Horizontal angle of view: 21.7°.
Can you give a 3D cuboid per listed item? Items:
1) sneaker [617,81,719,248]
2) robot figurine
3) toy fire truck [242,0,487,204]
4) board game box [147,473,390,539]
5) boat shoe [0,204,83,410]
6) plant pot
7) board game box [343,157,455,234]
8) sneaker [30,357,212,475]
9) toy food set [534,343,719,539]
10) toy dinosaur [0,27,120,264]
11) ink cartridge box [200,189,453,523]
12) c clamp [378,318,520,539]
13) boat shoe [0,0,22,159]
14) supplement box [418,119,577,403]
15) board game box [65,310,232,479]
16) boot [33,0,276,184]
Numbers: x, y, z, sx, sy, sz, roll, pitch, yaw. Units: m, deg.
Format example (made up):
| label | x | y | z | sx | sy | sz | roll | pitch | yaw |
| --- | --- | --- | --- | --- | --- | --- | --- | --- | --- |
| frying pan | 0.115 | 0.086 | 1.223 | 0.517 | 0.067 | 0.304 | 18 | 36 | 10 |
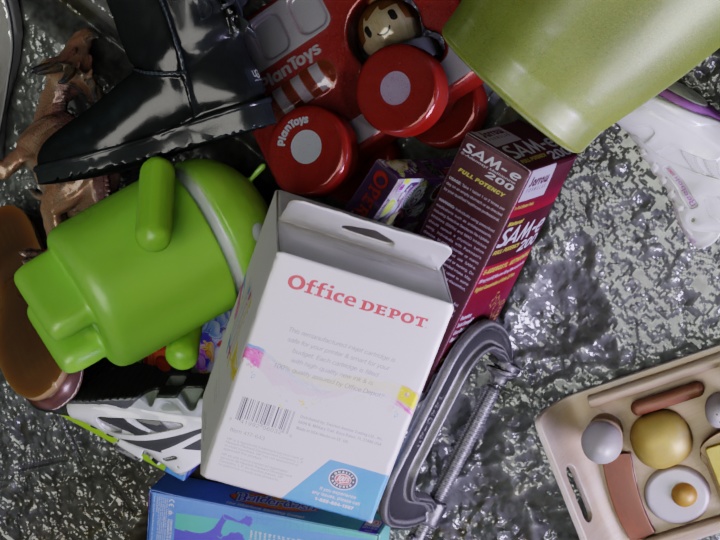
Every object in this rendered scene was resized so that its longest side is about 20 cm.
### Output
| label | x | y | z | sx | sy | sz | roll | pitch | yaw |
| --- | --- | --- | --- | --- | --- | --- | --- | --- | --- |
| sneaker | 0.239 | -0.074 | 1.366 | 0.199 | 0.075 | 0.100 | 31 | 109 | 5 |
| robot figurine | -0.150 | -0.007 | 1.381 | 0.199 | 0.176 | 0.116 | -29 | 54 | -16 |
| toy fire truck | -0.006 | -0.151 | 1.404 | 0.199 | 0.112 | 0.169 | -33 | 76 | 19 |
| board game box | -0.080 | 0.262 | 1.558 | 0.199 | 0.045 | 0.153 | 10 | 106 | 13 |
| boat shoe | -0.247 | 0.033 | 1.473 | 0.070 | 0.201 | 0.070 | -28 | 138 | 10 |
| plant pot | 0.163 | -0.191 | 1.273 | 0.200 | 0.200 | 0.193 | 41 | 101 | 1 |
| board game box | 0.000 | 0.000 | 1.423 | 0.032 | 0.120 | 0.200 | 42 | 115 | 19 |
| sneaker | -0.165 | 0.120 | 1.460 | 0.199 | 0.074 | 0.089 | 4 | 117 | 16 |
| toy food set | 0.249 | 0.145 | 1.430 | 0.199 | 0.060 | 0.144 | -20 | 98 | 20 |
| toy dinosaur | -0.221 | -0.087 | 1.447 | 0.135 | 0.086 | 0.201 | -43 | 68 | 24 |
| ink cartridge box | -0.022 | 0.047 | 1.311 | 0.128 | 0.125 | 0.201 | 17 | 110 | -11 |
| c clamp | 0.070 | 0.130 | 1.447 | 0.027 | 0.171 | 0.201 | 28 | 98 | 28 |
| boat shoe | -0.320 | -0.151 | 1.499 | 0.070 | 0.070 | 0.201 | 14 | 108 | 11 |
| supplement box | 0.081 | -0.008 | 1.406 | 0.061 | 0.109 | 0.201 | 31 | 111 | 17 |
| board game box | -0.159 | 0.049 | 1.515 | 0.134 | 0.045 | 0.201 | 26 | 110 | 7 |
| boot | -0.162 | -0.161 | 1.363 | 0.197 | 0.073 | 0.164 | -16 | 92 | 10 |
